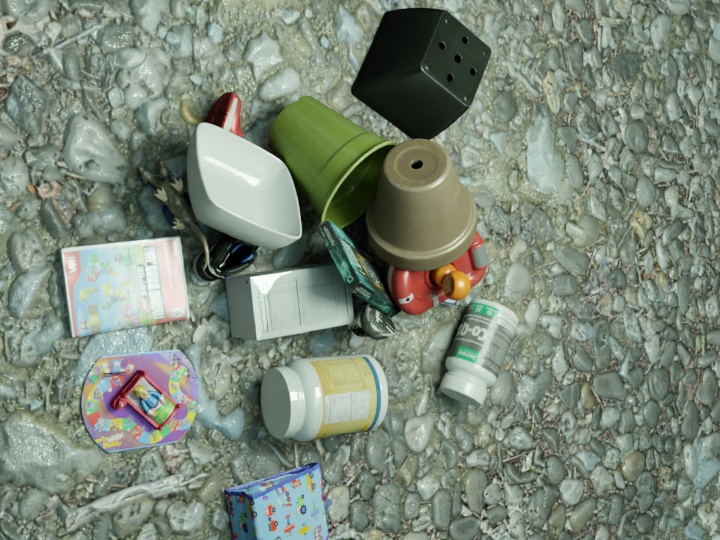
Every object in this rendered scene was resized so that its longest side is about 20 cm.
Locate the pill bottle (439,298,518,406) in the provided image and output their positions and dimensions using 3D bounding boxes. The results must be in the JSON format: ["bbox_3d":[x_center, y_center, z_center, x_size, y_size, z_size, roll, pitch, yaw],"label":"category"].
[{"bbox_3d":[0.243,0.171,1.679,0.113,0.113,0.201,33,72,-28],"label":"pill bottle"}]

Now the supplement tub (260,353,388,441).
[{"bbox_3d":[-0.065,0.228,1.463,0.198,0.144,0.146,-1,90,-32],"label":"supplement tub"}]

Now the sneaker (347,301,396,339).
[{"bbox_3d":[0.016,0.100,1.496,0.080,0.200,0.074,-39,94,6],"label":"sneaker"}]

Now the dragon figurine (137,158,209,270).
[{"bbox_3d":[-0.296,-0.100,1.340,0.059,0.099,0.201,-36,100,-8],"label":"dragon figurine"}]

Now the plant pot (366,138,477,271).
[{"bbox_3d":[0.099,-0.128,1.389,0.201,0.199,0.175,-51,153,-23],"label":"plant pot"}]

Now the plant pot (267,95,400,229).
[{"bbox_3d":[-0.061,-0.205,1.440,0.190,0.201,0.200,43,62,17],"label":"plant pot"}]

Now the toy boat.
[{"bbox_3d":[0.151,0.011,1.456,0.199,0.131,0.131,-26,122,-11],"label":"toy boat"}]

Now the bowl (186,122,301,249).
[{"bbox_3d":[-0.199,-0.127,1.318,0.199,0.075,0.201,24,39,-38],"label":"bowl"}]

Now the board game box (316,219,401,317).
[{"bbox_3d":[0.000,0.000,1.436,0.136,0.028,0.200,62,12,26],"label":"board game box"}]

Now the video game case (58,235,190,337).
[{"bbox_3d":[-0.385,0.024,1.337,0.198,0.017,0.145,-9,94,-32],"label":"video game case"}]

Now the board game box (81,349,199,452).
[{"bbox_3d":[-0.354,0.216,1.339,0.198,0.039,0.160,-2,90,-32],"label":"board game box"}]

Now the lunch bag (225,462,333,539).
[{"bbox_3d":[-0.127,0.444,1.461,0.199,0.094,0.152,-9,92,-41],"label":"lunch bag"}]

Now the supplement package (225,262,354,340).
[{"bbox_3d":[-0.126,0.052,1.447,0.198,0.109,0.115,-7,93,-33],"label":"supplement package"}]

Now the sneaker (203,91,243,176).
[{"bbox_3d":[-0.222,-0.202,1.424,0.115,0.078,0.202,17,92,-39],"label":"sneaker"}]

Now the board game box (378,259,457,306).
[{"bbox_3d":[0.134,-0.010,1.626,0.199,0.034,0.136,14,103,-35],"label":"board game box"}]

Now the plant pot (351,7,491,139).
[{"bbox_3d":[0.136,-0.392,1.585,0.199,0.177,0.201,31,74,-29],"label":"plant pot"}]

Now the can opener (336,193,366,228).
[{"bbox_3d":[0.014,-0.115,1.574,0.199,0.052,0.067,30,75,-29],"label":"can opener"}]

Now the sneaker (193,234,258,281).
[{"bbox_3d":[-0.190,-0.052,1.398,0.200,0.112,0.073,-47,113,-24],"label":"sneaker"}]
